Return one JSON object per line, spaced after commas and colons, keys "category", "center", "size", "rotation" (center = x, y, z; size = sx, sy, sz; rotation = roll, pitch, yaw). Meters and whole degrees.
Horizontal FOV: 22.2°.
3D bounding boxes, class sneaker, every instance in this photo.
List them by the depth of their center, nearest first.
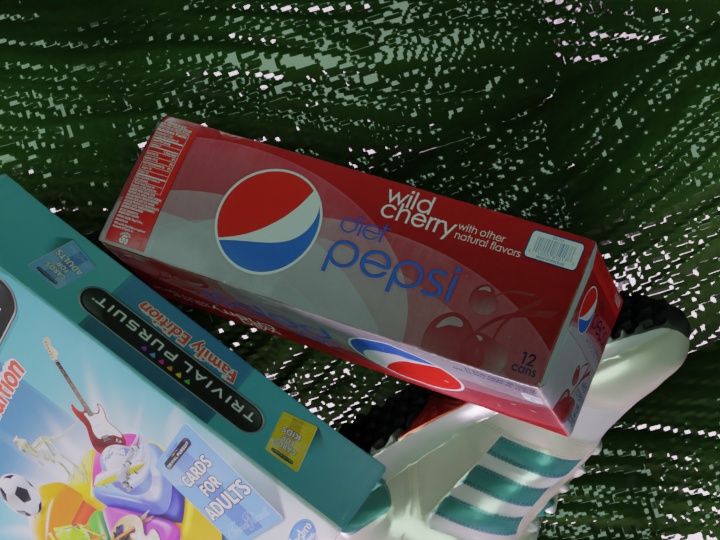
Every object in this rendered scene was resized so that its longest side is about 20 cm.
{"category": "sneaker", "center": [0.064, 0.086, 0.794], "size": [0.199, 0.070, 0.094], "rotation": [-29, 103, 13]}

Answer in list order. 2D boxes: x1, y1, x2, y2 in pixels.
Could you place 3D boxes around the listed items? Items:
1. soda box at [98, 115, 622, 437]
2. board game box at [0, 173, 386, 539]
{"category": "soda box", "center": [0.000, 0.000, 0.741], "size": [0.199, 0.070, 0.064], "rotation": [18, 76, 23]}
{"category": "board game box", "center": [-0.109, 0.079, 0.778], "size": [0.200, 0.047, 0.151], "rotation": [37, 129, 3]}
